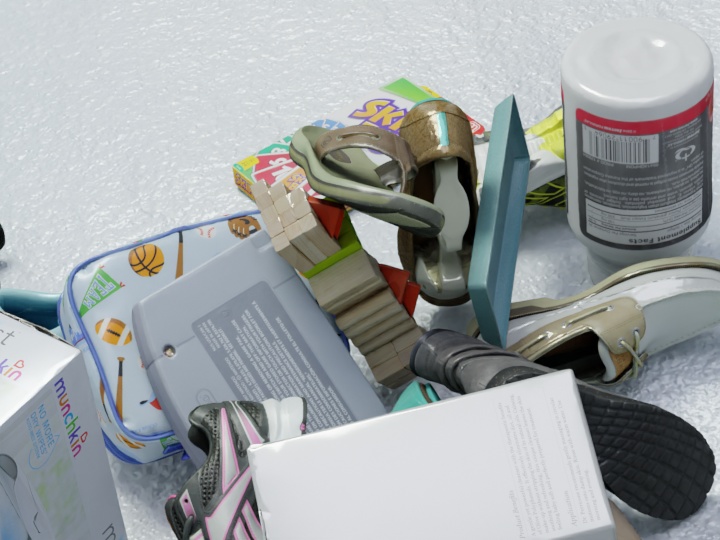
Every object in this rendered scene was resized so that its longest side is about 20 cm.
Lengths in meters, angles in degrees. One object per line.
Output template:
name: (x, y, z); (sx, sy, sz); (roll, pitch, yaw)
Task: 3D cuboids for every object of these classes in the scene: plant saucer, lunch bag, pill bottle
plant saucer: (0.101, -0.037, 1.476); (0.019, 0.070, 0.201); (-3, 46, 16)
lunch bag: (-0.115, 0.051, 1.453); (0.199, 0.076, 0.161); (-19, 77, -22)
pill bottle: (0.205, -0.077, 1.497); (0.110, 0.201, 0.111); (-4, 41, 4)

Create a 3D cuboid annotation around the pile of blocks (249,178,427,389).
pile of blocks: (0.000, 0.000, 1.437); (0.062, 0.200, 0.082); (-29, 36, 10)

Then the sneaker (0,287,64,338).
sneaker: (-0.188, 0.051, 1.502); (0.199, 0.082, 0.074); (2, 43, 7)

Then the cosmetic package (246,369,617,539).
cosmetic package: (0.043, 0.141, 1.195); (0.199, 0.085, 0.108); (-13, 62, 3)

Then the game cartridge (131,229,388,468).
game cartridge: (-0.066, 0.085, 1.400); (0.133, 0.040, 0.200); (-30, 85, -28)

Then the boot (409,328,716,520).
boot: (0.139, 0.094, 1.367); (0.070, 0.200, 0.132); (-59, 27, 1)

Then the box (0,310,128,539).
box: (-0.250, 0.157, 1.302); (0.096, 0.201, 0.176); (22, 48, 30)

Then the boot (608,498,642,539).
boot: (0.220, 0.218, 1.264); (0.145, 0.070, 0.200); (-2, 43, -1)

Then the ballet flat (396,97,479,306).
ballet flat: (0.062, -0.030, 1.466); (0.067, 0.201, 0.072); (-7, 42, -5)

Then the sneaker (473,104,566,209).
sneaker: (0.145, -0.072, 1.606); (0.199, 0.085, 0.075); (-21, 45, 17)

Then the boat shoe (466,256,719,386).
boat shoe: (0.179, 0.050, 1.459); (0.199, 0.075, 0.069); (-17, 41, 6)

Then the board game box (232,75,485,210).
board game box: (0.001, -0.101, 1.695); (0.200, 0.030, 0.095); (-28, 45, -25)

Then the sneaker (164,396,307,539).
sneaker: (-0.086, 0.175, 1.313); (0.086, 0.080, 0.201); (6, 58, -5)

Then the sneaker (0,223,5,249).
sneaker: (-0.325, 0.018, 1.571); (0.083, 0.077, 0.200); (-4, 42, 11)

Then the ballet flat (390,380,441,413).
ballet flat: (0.044, 0.125, 1.336); (0.070, 0.068, 0.200); (-30, 18, -5)

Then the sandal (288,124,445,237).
sandal: (0.001, -0.076, 1.403); (0.080, 0.058, 0.201); (21, 12, -27)
